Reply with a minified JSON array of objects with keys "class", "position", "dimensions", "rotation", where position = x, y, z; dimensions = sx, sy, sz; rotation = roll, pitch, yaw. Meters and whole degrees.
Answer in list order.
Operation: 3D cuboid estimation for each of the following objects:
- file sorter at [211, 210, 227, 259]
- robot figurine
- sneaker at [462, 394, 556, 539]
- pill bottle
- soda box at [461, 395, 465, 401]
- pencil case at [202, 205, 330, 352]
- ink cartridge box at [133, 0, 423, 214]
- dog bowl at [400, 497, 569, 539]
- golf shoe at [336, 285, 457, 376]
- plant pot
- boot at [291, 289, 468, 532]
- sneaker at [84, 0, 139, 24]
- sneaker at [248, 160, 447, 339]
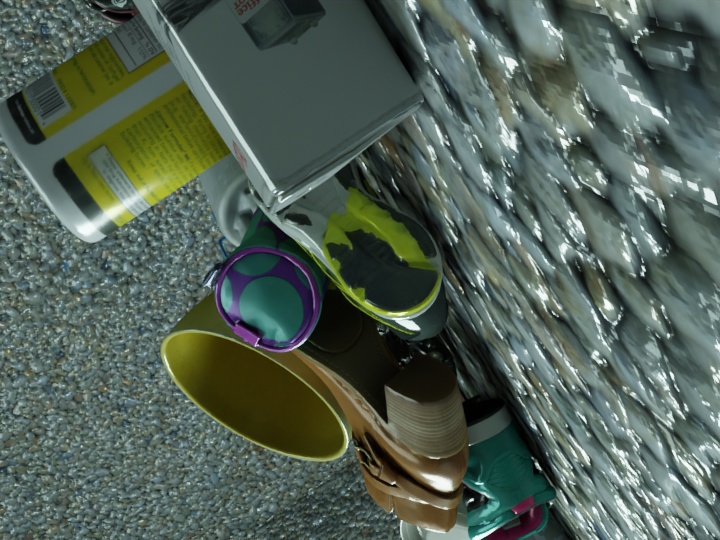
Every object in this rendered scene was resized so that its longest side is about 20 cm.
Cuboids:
[{"class":"file sorter","position":[-0.143,-0.043,1.196],"dimensions":[0.139,0.121,0.203],"rotation":[-137,36,-67]},{"class":"robot figurine","position":[-0.111,-0.099,0.878],"dimensions":[0.201,0.112,0.171],"rotation":[59,136,47]},{"class":"sneaker","position":[0.111,0.177,0.724],"dimensions":[0.200,0.083,0.122],"rotation":[111,135,-83]},{"class":"pill bottle","position":[-0.142,-0.120,0.589],"dimensions":[0.115,0.199,0.114],"rotation":[55,175,8]},{"class":"soda box","position":[0.094,0.177,0.913],"dimensions":[0.201,0.068,0.064],"rotation":[59,174,-10]},{"class":"pencil case","position":[-0.059,-0.021,0.670],"dimensions":[0.085,0.092,0.201],"rotation":[40,-155,-13]},{"class":"ink cartridge box","position":[-0.064,-0.135,0.406],"dimensions":[0.202,0.084,0.146],"rotation":[59,175,-6]},{"class":"dog bowl","position":[0.137,0.294,0.845],"dimensions":[0.198,0.059,0.202],"rotation":[27,141,24]},{"class":"golf shoe","position":[0.038,0.053,0.764],"dimensions":[0.089,0.076,0.202],"rotation":[-96,-13,-53]},{"class":"plant pot","position":[-0.073,0.069,0.809],"dimensions":[0.198,0.143,0.201],"rotation":[20,145,15]},{"class":"boot","position":[0.008,0.111,0.667],"dimensions":[0.199,0.076,0.157],"rotation":[24,137,34]},{"class":"sneaker","position":[-0.315,-0.393,1.047],"dimensions":[0.201,0.115,0.076],"rotation":[56,175,6]},{"class":"sneaker","position":[-0.011,-0.024,0.558],"dimensions":[0.201,0.074,0.085],"rotation":[53,175,38]}]
